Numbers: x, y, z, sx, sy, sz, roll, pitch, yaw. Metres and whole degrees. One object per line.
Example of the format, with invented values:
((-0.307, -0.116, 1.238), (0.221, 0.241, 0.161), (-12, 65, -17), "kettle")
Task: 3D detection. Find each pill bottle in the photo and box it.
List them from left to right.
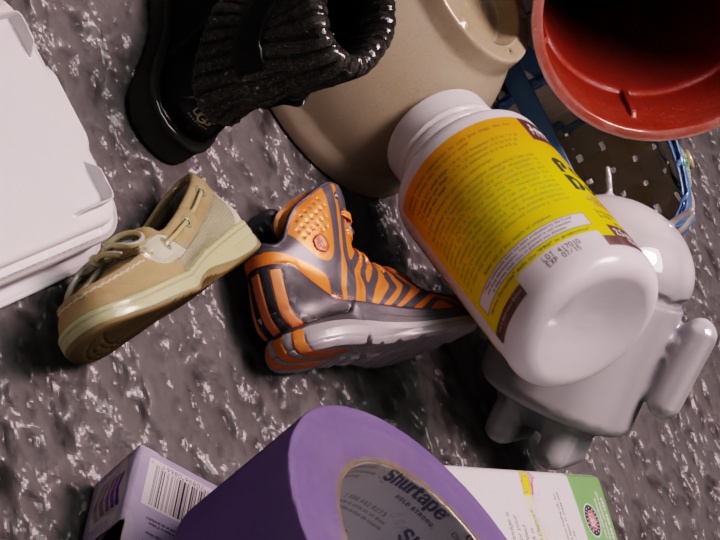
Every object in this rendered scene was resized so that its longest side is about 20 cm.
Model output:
((0.096, -0.027, 1.397), (0.109, 0.109, 0.200), (23, 24, -48), "pill bottle")

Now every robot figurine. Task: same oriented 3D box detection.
((0.155, 0.034, 1.482), (0.169, 0.201, 0.113), (27, 10, 16), "robot figurine")

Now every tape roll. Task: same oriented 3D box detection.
((0.007, 0.171, 1.064), (0.200, 0.085, 0.200), (41, 23, -22), "tape roll")

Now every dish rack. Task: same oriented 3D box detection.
((-0.208, -0.067, 1.148), (0.172, 0.043, 0.200), (62, 29, -1), "dish rack")

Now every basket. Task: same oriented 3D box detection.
((0.167, -0.086, 1.637), (0.200, 0.139, 0.177), (8, 55, -64), "basket")

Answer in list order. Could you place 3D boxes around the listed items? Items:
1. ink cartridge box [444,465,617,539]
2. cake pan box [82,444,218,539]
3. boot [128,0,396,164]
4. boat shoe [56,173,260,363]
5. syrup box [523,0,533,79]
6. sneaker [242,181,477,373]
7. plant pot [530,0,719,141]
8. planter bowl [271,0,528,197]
((0.087, 0.204, 1.350), (0.200, 0.084, 0.145), (10, 58, -54), "ink cartridge box")
((-0.066, 0.207, 1.110), (0.200, 0.052, 0.185), (31, 40, -23), "cake pan box")
((-0.052, -0.166, 1.347), (0.079, 0.158, 0.212), (41, 37, -33), "boot")
((-0.120, -0.005, 1.210), (0.063, 0.073, 0.201), (55, 28, -1), "boat shoe")
((0.094, -0.231, 1.695), (0.200, 0.081, 0.079), (36, 38, -34), "syrup box")
((0.000, 0.000, 1.380), (0.200, 0.077, 0.112), (2, 67, -56), "sneaker")
((0.199, -0.225, 1.563), (0.201, 0.201, 0.195), (45, 14, -28), "plant pot")
((0.029, -0.169, 1.497), (0.200, 0.134, 0.201), (36, 40, -37), "planter bowl")
